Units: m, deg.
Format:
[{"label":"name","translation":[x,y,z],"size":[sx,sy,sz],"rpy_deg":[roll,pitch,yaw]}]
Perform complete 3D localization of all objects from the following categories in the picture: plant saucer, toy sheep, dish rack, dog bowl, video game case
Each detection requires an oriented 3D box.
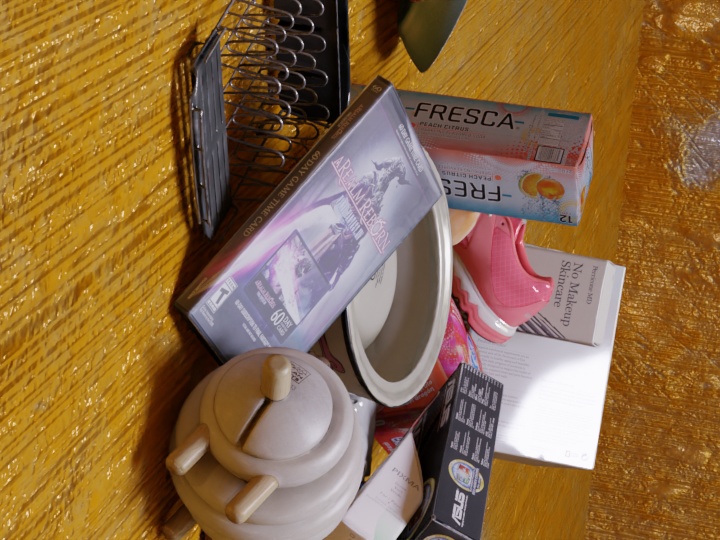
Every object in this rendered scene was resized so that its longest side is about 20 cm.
[{"label":"plant saucer","translation":[0.073,-0.264,1.619],"size":[0.200,0.036,0.201],"rpy_deg":[-159,-90,-81]},{"label":"toy sheep","translation":[-0.061,0.117,1.240],"size":[0.200,0.137,0.138],"rpy_deg":[108,0,-57]},{"label":"dish rack","translation":[-0.059,-0.118,1.250],"size":[0.200,0.054,0.154],"rpy_deg":[-65,158,-49]},{"label":"dog bowl","translation":[0.000,0.000,1.459],"size":[0.200,0.073,0.202],"rpy_deg":[3,90,-65]},{"label":"video game case","translation":[-0.030,-0.016,1.289],"size":[0.200,0.019,0.143],"rpy_deg":[-48,149,-11]}]

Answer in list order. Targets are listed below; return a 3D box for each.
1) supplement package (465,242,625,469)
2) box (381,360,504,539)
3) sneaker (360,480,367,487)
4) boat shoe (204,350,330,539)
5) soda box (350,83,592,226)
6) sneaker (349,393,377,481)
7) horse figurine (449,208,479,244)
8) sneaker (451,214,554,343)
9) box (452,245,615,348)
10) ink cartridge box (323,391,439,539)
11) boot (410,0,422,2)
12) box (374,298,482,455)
[{"label":"supplement package","translation":[0.149,0.083,1.916],"size":[0.151,0.151,0.201],"rpy_deg":[167,-66,-73]},{"label":"box","translation":[0.047,0.190,1.543],"size":[0.160,0.044,0.200],"rpy_deg":[-55,-169,34]},{"label":"sneaker","translation":[-0.001,0.244,1.699],"size":[0.200,0.073,0.113],"rpy_deg":[-53,147,-79]},{"label":"boat shoe","translation":[-0.061,0.151,1.366],"size":[0.075,0.074,0.204],"rpy_deg":[-17,115,-75]},{"label":"soda box","translation":[0.081,-0.091,1.527],"size":[0.069,0.199,0.064],"rpy_deg":[83,22,-47]},{"label":"sneaker","translation":[-0.021,0.105,1.527],"size":[0.200,0.073,0.116],"rpy_deg":[32,65,-85]},{"label":"horse figurine","translation":[0.060,-0.049,1.611],"size":[0.050,0.200,0.133],"rpy_deg":[44,40,-21]},{"label":"sneaker","translation":[0.101,-0.040,1.715],"size":[0.201,0.087,0.074],"rpy_deg":[58,22,4]},{"label":"box","translation":[0.127,0.014,1.781],"size":[0.068,0.199,0.083],"rpy_deg":[21,78,-76]},{"label":"ink cartridge box","translation":[0.004,0.202,1.525],"size":[0.161,0.050,0.200],"rpy_deg":[-55,173,35]},{"label":"boot","translation":[0.050,-0.300,1.407],"size":[0.156,0.076,0.200],"rpy_deg":[60,36,-23]},{"label":"box","translation":[0.056,0.101,1.720],"size":[0.200,0.095,0.100],"rpy_deg":[58,22,-69]}]
